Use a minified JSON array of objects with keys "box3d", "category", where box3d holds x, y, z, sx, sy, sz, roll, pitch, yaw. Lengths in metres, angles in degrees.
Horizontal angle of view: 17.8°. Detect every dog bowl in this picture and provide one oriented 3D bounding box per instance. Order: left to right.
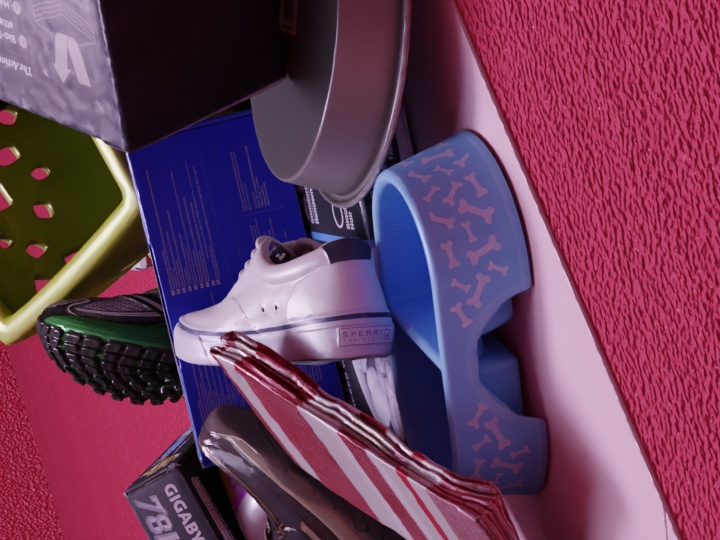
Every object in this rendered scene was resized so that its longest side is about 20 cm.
[{"box3d":[0.049,0.029,1.191,0.111,0.049,0.201,-134,33,-62],"category":"dog bowl"}]

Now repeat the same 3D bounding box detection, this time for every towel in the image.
[{"box3d":[0.017,0.111,1.204,0.199,0.023,0.144,30,162,36],"category":"towel"}]

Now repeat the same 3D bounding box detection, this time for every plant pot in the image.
[{"box3d":[-0.176,-0.097,1.526,0.200,0.181,0.200,-40,78,42],"category":"plant pot"}]

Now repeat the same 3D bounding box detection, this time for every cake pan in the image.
[{"box3d":[-0.021,-0.135,1.229,0.200,0.036,0.202,-179,90,-72],"category":"cake pan"}]

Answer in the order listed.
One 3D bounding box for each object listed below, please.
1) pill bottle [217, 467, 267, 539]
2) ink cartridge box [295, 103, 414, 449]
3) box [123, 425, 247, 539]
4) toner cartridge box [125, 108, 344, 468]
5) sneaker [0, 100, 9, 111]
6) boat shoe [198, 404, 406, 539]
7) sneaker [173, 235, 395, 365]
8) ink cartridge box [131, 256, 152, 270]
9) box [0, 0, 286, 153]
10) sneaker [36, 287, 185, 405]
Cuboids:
[{"box3d":[-0.060,0.079,1.528,0.105,0.104,0.201,98,154,-54],"category":"pill bottle"},{"box3d":[0.000,0.000,1.358,0.200,0.043,0.200,-165,62,-75],"category":"ink cartridge box"},{"box3d":[-0.073,0.202,1.553,0.201,0.049,0.199,60,-170,-3],"category":"box"},{"box3d":[-0.075,0.008,1.378,0.043,0.094,0.201,-140,38,-81],"category":"toner cartridge box"},{"box3d":[-0.246,-0.139,1.347,0.088,0.076,0.200,50,-178,9],"category":"sneaker"},{"box3d":[-0.024,0.162,1.345,0.200,0.073,0.075,41,-167,-3],"category":"boat shoe"},{"box3d":[-0.042,0.017,1.271,0.200,0.073,0.071,-7,84,56],"category":"sneaker"},{"box3d":[-0.168,-0.106,1.789,0.175,0.083,0.201,-172,68,-74],"category":"ink cartridge box"},{"box3d":[-0.153,-0.192,1.207,0.196,0.117,0.201,23,130,42],"category":"box"},{"box3d":[-0.107,0.034,1.462,0.078,0.198,0.086,91,179,-58],"category":"sneaker"}]
